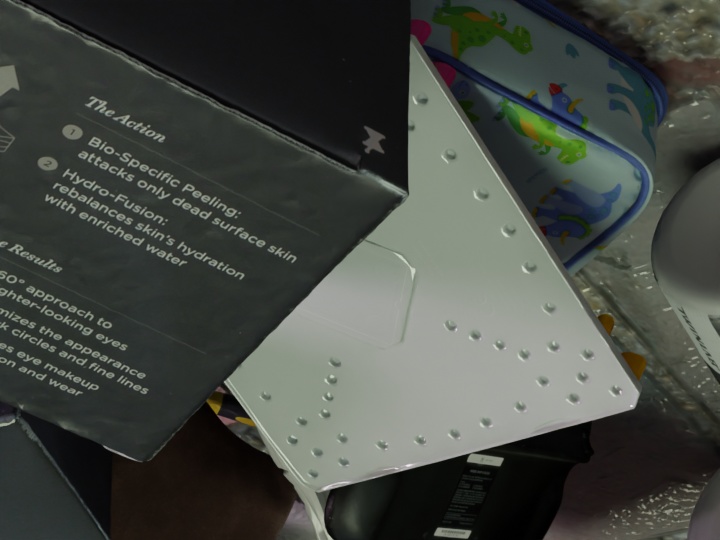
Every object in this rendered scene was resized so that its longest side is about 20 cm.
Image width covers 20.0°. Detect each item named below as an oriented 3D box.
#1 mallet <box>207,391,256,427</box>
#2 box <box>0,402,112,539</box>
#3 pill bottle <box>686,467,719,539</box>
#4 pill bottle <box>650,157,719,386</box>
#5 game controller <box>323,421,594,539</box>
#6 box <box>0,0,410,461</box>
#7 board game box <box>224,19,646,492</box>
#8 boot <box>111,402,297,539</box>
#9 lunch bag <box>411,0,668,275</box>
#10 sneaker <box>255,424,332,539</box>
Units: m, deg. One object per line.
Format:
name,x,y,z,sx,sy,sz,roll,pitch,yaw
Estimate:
mallet,-0.093,0.081,1.202,0.200,0.041,0.066,21,143,-17
box,-0.236,0.051,1.037,0.200,0.199,0.123,-13,137,11
pill bottle,0.285,0.182,1.152,0.200,0.112,0.112,37,137,-28
pill bottle,0.225,0.038,0.991,0.106,0.106,0.200,-11,136,28
game controller,0.056,0.104,1.084,0.200,0.042,0.104,15,109,-53
box,-0.114,-0.052,0.790,0.196,0.118,0.200,26,133,-23
board game box,0.000,0.000,0.915,0.200,0.026,0.200,-19,115,38
boot,-0.136,0.149,1.112,0.166,0.200,0.072,38,160,-18
lunch bag,0.038,-0.046,0.958,0.161,0.083,0.200,27,140,-16
sneaker,0.023,0.110,1.153,0.112,0.078,0.200,-16,136,14
